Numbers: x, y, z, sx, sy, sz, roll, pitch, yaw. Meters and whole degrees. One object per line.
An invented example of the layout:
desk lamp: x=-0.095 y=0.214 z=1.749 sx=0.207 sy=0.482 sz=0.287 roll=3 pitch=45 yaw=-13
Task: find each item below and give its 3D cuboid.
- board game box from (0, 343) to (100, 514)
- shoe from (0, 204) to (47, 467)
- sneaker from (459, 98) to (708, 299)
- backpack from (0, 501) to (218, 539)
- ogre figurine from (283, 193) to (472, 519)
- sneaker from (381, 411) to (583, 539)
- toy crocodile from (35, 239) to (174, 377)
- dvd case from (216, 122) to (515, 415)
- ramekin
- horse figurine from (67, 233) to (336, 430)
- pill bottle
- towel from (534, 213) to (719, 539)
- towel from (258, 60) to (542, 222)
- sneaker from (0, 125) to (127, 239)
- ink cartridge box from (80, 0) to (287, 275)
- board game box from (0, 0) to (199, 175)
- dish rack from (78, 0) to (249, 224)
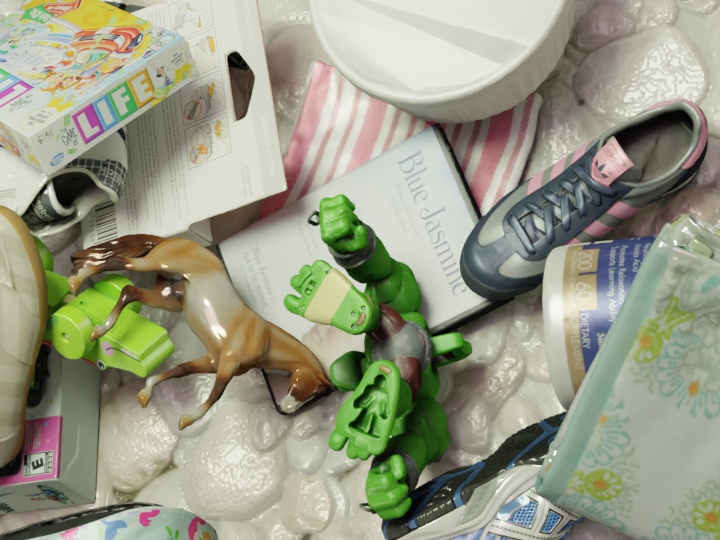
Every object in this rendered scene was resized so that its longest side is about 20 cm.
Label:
board game box: x=-0.307 y=0.115 z=1.079 sx=0.197 sy=0.064 sz=0.149 roll=-11 pitch=64 yaw=18
shoe: x=-0.264 y=0.055 z=0.965 sx=0.069 sy=0.053 sz=0.203 roll=12 pitch=108 yaw=18
sneaker: x=0.151 y=-0.056 z=0.935 sx=0.199 sy=0.082 sz=0.070 roll=-35 pitch=74 yaw=-7
backpack: x=-0.184 y=0.237 z=0.915 sx=0.198 sy=0.178 sz=0.152 roll=-21 pitch=65 yaw=1
ogre figurine: x=0.018 y=0.061 z=0.916 sx=0.098 sy=0.120 sz=0.201 roll=-36 pitch=69 yaw=16
sneaker: x=0.115 y=0.152 z=0.900 sx=0.198 sy=0.076 sz=0.078 roll=-26 pitch=98 yaw=1
toy crocodile: x=-0.229 y=0.029 z=1.019 sx=0.198 sy=0.062 sz=0.068 roll=23 pitch=38 yaw=16
dvd case: x=0.000 y=0.000 z=1.008 sx=0.198 sy=0.018 sz=0.144 roll=-28 pitch=71 yaw=14
ramekin: x=0.068 y=-0.202 z=1.005 sx=0.200 sy=0.094 sz=0.205 roll=-5 pitch=73 yaw=17
horse figurine: x=-0.122 y=0.034 z=0.970 sx=0.132 sy=0.050 sz=0.200 roll=-28 pitch=65 yaw=-36
pill bottle: x=0.222 y=0.030 z=0.873 sx=0.197 sy=0.111 sz=0.112 roll=-6 pitch=66 yaw=19
towel: x=0.216 y=0.084 z=0.806 sx=0.169 sy=0.048 sz=0.202 roll=24 pitch=114 yaw=4
towel: x=0.028 y=-0.083 z=1.046 sx=0.198 sy=0.030 sz=0.148 roll=11 pitch=74 yaw=25
sneaker: x=-0.263 y=-0.056 z=1.020 sx=0.198 sy=0.076 sz=0.081 roll=-23 pitch=54 yaw=17
ink cartridge box: x=-0.139 y=-0.115 z=1.059 sx=0.174 sy=0.045 sz=0.203 roll=-17 pitch=67 yaw=17
board game box: x=-0.226 y=-0.147 z=1.011 sx=0.134 sy=0.034 sz=0.199 roll=-38 pitch=39 yaw=-21
dish rack: x=-0.190 y=-0.128 z=1.141 sx=0.152 sy=0.055 sz=0.202 roll=13 pitch=76 yaw=26
